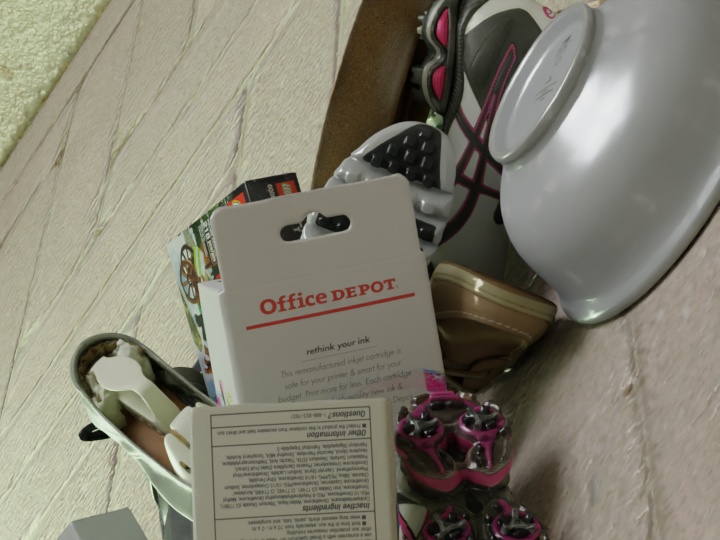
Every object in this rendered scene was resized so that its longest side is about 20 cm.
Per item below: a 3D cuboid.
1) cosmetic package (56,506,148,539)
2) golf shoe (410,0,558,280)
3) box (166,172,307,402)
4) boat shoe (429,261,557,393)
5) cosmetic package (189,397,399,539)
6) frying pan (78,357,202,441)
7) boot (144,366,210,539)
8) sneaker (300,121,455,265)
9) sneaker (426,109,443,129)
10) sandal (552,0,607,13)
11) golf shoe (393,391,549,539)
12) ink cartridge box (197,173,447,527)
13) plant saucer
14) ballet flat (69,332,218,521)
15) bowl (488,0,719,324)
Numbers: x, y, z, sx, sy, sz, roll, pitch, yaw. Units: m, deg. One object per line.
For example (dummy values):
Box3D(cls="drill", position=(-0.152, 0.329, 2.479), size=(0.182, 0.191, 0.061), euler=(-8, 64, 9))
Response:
Box3D(cls="cosmetic package", position=(-0.133, 0.259, 1.666), size=(0.052, 0.200, 0.151), euler=(-9, -33, -48))
Box3D(cls="golf shoe", position=(0.077, -0.063, 1.702), size=(0.077, 0.088, 0.201), euler=(-41, -43, -53))
Box3D(cls="box", position=(-0.054, 0.056, 1.818), size=(0.137, 0.038, 0.201), euler=(-35, 70, 61))
Box3D(cls="boat shoe", position=(0.058, 0.042, 1.651), size=(0.200, 0.071, 0.065), euler=(138, 154, -78))
Box3D(cls="cosmetic package", position=(-0.029, 0.167, 1.450), size=(0.071, 0.105, 0.201), euler=(85, -176, -79))
Box3D(cls="frying pan", position=(-0.108, 0.090, 1.967), size=(0.189, 0.031, 0.115), euler=(-28, -34, -20))
Box3D(cls="boot", position=(-0.093, 0.183, 1.871), size=(0.072, 0.182, 0.201), euler=(-21, 50, 1))
Box3D(cls="sneaker", position=(0.000, 0.000, 1.688), size=(0.201, 0.075, 0.081), euler=(-65, -5, 21))
Box3D(cls="sneaker", position=(0.060, -0.097, 1.843), size=(0.070, 0.093, 0.200), euler=(-55, 15, 19))
Box3D(cls="sandal", position=(0.126, -0.119, 1.720), size=(0.211, 0.077, 0.070), euler=(-24, 76, 46))
Box3D(cls="golf shoe", position=(0.056, 0.150, 1.474), size=(0.200, 0.072, 0.093), euler=(-95, 4, -56))
Box3D(cls="ink cartridge box", position=(-0.018, 0.055, 1.584), size=(0.068, 0.114, 0.201), euler=(-166, 66, -76))
Box3D(cls="plant saucer", position=(0.015, -0.098, 1.745), size=(0.200, 0.035, 0.201), euler=(16, -90, -82))
Box3D(cls="ballet flat", position=(-0.111, 0.099, 1.792), size=(0.067, 0.064, 0.200), euler=(-43, 47, -16))
Box3D(cls="bowl", position=(0.131, -0.080, 1.580), size=(0.201, 0.090, 0.201), euler=(-54, 17, 24))
